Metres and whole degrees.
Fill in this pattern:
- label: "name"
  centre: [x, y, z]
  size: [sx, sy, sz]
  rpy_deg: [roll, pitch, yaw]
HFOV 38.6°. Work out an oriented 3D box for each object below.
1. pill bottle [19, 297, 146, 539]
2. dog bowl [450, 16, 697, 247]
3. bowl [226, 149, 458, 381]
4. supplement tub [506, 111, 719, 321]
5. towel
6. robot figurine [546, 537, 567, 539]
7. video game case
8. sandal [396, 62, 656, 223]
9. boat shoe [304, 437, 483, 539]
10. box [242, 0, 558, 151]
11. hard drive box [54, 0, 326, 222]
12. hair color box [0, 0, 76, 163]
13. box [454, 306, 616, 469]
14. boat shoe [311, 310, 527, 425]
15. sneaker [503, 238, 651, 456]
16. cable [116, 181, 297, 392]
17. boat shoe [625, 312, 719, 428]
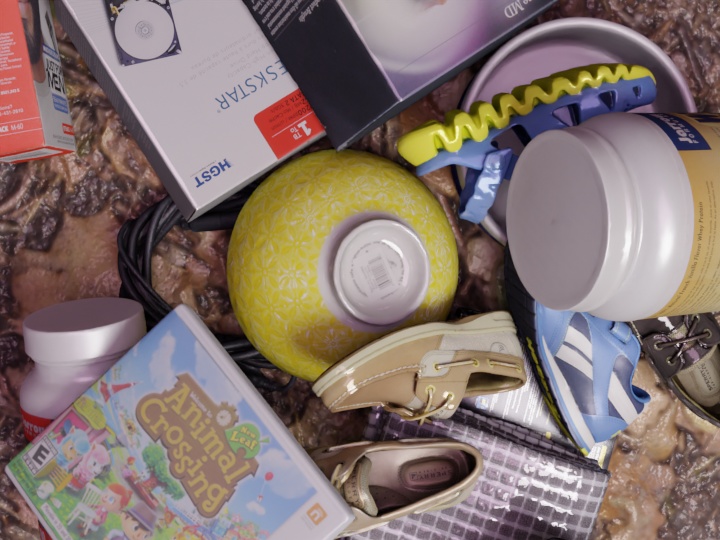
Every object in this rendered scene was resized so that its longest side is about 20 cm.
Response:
- label: "pill bottle"
  centre: [-0.212, 0.131, 0.833]
  size: [0.114, 0.116, 0.202]
  rpy_deg: [-4, 105, -1]
- label: "dog bowl"
  centre: [0.174, -0.104, 0.860]
  size: [0.198, 0.079, 0.203]
  rpy_deg: [0, 94, -2]
- label: "bowl"
  centre: [0.000, 0.000, 0.823]
  size: [0.198, 0.108, 0.203]
  rpy_deg: [-1, 93, -19]
- label: "supplement tub"
  centre: [0.218, -0.040, 0.730]
  size: [0.198, 0.144, 0.146]
  rpy_deg: [-4, 95, -24]
- label: "towel"
  centre: [0.083, 0.203, 0.833]
  size: [0.198, 0.086, 0.167]
  rpy_deg: [18, 95, 0]
- label: "robot figurine"
  centre: [0.120, 0.294, 0.737]
  size: [0.124, 0.150, 0.201]
  rpy_deg: [30, 89, -18]
- label: "video game case"
  centre: [-0.132, 0.157, 0.731]
  size: [0.182, 0.022, 0.200]
  rpy_deg: [-42, 74, 2]
- label: "sandal"
  centre: [0.132, -0.099, 0.787]
  size: [0.198, 0.080, 0.088]
  rpy_deg: [-21, 98, 8]
- label: "boat shoe"
  centre: [-0.008, 0.158, 0.750]
  size: [0.198, 0.065, 0.073]
  rpy_deg: [-9, 73, -7]
- label: "box"
  centre: [0.022, -0.236, 0.788]
  size: [0.199, 0.123, 0.199]
  rpy_deg: [-36, 96, -27]
- label: "hard drive box"
  centre: [-0.126, -0.167, 0.828]
  size: [0.155, 0.077, 0.201]
  rpy_deg: [-35, 95, -15]
- label: "hair color box"
  centre: [-0.285, -0.192, 0.823]
  size: [0.063, 0.111, 0.202]
  rpy_deg: [-11, 95, -2]
- label: "box"
  centre: [0.136, 0.149, 0.894]
  size: [0.159, 0.049, 0.202]
  rpy_deg: [14, 94, 0]
- label: "boat shoe"
  centre: [0.055, 0.080, 0.780]
  size: [0.199, 0.074, 0.067]
  rpy_deg: [-12, 69, -36]
- label: "sneaker"
  centre: [0.172, 0.048, 0.822]
  size: [0.082, 0.074, 0.201]
  rpy_deg: [-24, 112, -1]
- label: "cable"
  centre: [-0.111, 0.002, 0.874]
  size: [0.199, 0.051, 0.164]
  rpy_deg: [29, 93, -3]
- label: "boat shoe"
  centre: [0.268, 0.056, 0.847]
  size: [0.073, 0.065, 0.200]
  rpy_deg: [-40, 120, 10]
